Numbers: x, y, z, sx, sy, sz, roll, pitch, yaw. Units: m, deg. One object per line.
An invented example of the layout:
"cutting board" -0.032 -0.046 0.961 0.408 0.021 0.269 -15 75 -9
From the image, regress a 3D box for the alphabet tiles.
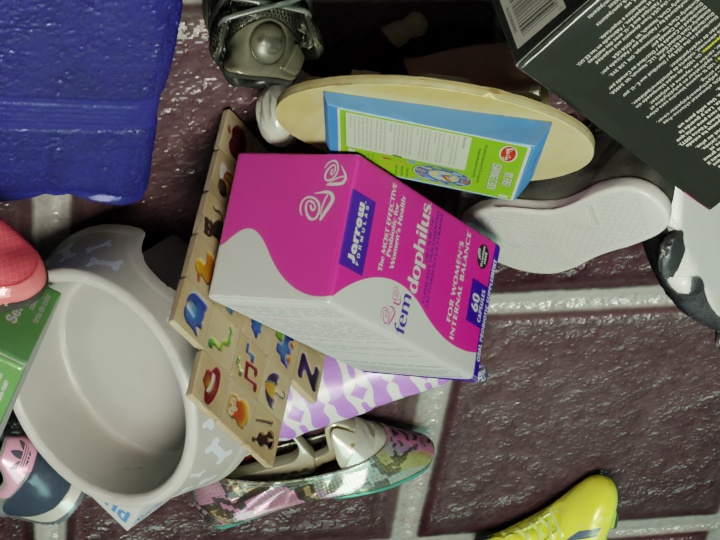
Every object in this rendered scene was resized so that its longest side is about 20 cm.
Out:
"alphabet tiles" -0.067 0.021 1.290 0.007 0.202 0.167 -8 144 30

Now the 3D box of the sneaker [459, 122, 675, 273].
"sneaker" 0.155 -0.062 1.349 0.071 0.100 0.199 43 148 -24

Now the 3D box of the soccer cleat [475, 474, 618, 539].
"soccer cleat" 0.146 0.245 1.678 0.083 0.065 0.200 26 124 -27

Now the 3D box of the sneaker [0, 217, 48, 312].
"sneaker" -0.276 -0.049 1.186 0.199 0.074 0.087 35 134 -4

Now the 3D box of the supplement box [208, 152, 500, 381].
"supplement box" 0.000 0.000 1.292 0.102 0.102 0.199 3 165 35

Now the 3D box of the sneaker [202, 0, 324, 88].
"sneaker" -0.052 -0.187 1.129 0.075 0.115 0.201 -1 134 -16

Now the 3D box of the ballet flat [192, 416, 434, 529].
"ballet flat" -0.040 0.150 1.533 0.198 0.069 0.072 -14 119 1

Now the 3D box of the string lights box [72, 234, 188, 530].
"string lights box" -0.151 0.084 1.392 0.059 0.103 0.201 -35 162 -51

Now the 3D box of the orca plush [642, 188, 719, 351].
"orca plush" 0.235 -0.029 1.428 0.106 0.071 0.200 -60 142 -16

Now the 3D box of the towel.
"towel" -0.194 -0.125 1.208 0.146 0.050 0.201 -1 138 -19

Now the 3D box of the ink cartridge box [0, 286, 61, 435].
"ink cartridge box" -0.320 0.044 1.277 0.198 0.084 0.145 26 128 -6

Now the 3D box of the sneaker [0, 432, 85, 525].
"sneaker" -0.293 0.149 1.424 0.198 0.071 0.082 -12 143 36

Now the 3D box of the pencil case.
"pencil case" -0.008 0.070 1.442 0.198 0.085 0.086 -17 161 5

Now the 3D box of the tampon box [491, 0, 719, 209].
"tampon box" 0.184 -0.164 1.185 0.126 0.151 0.199 -38 132 24

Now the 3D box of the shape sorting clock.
"shape sorting clock" 0.046 -0.088 1.180 0.198 0.040 0.200 12 169 2

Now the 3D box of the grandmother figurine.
"grandmother figurine" 0.028 -0.118 1.265 0.198 0.061 0.122 -10 129 -8

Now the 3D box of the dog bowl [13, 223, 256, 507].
"dog bowl" -0.166 0.072 1.319 0.059 0.200 0.201 -33 161 -50
